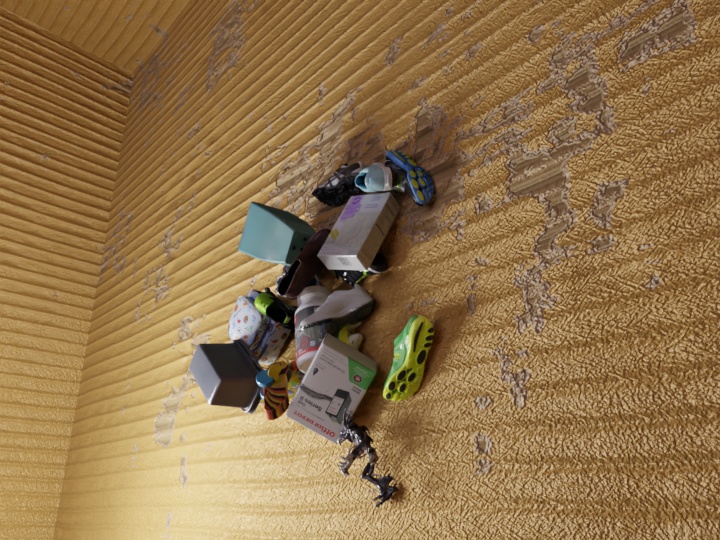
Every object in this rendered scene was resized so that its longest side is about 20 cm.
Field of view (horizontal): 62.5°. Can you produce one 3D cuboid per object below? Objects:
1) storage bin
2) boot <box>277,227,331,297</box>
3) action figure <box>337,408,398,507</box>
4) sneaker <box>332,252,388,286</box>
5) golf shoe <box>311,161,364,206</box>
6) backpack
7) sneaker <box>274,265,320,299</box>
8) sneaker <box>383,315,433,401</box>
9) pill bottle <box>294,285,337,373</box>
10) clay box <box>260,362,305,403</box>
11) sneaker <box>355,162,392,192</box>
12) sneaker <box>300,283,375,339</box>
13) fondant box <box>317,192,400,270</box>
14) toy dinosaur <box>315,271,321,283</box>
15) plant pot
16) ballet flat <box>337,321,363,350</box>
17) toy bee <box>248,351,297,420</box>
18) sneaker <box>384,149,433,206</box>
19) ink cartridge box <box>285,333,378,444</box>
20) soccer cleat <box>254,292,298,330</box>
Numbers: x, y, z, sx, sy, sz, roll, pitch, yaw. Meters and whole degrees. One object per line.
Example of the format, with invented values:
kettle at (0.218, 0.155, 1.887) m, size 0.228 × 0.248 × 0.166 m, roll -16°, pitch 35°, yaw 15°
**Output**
storage bin at (-0.361, 0.281, 1.563) m, size 0.200 × 0.132 × 0.148 m, roll 43°, pitch 112°, yaw 43°
boot at (-0.133, -0.020, 1.477) m, size 0.203 × 0.071 × 0.166 m, roll -59°, pitch -3°, yaw 0°
action figure at (-0.005, 0.406, 1.285) m, size 0.101 × 0.120 × 0.202 m, roll -32°, pitch 61°, yaw -6°
sneaker at (0.000, 0.000, 1.509) m, size 0.197 × 0.071 × 0.085 m, roll 12°, pitch 115°, yaw 48°
golf shoe at (-0.055, -0.244, 1.658) m, size 0.197 × 0.077 × 0.096 m, roll -11°, pitch 50°, yaw 45°
backpack at (-0.290, 0.171, 1.709) m, size 0.199 × 0.151 × 0.195 m, roll 37°, pitch 114°, yaw 46°
sneaker at (-0.196, 0.024, 1.668) m, size 0.199 × 0.112 × 0.077 m, roll 39°, pitch 111°, yaw 48°
sneaker at (0.105, 0.193, 1.302) m, size 0.084 × 0.072 × 0.204 m, roll -127°, pitch 58°, yaw -73°
pill bottle at (-0.113, 0.152, 1.521) m, size 0.115 × 0.114 × 0.204 m, roll -35°, pitch 47°, yaw 35°
clay box at (-0.210, 0.303, 1.580) m, size 0.198 × 0.113 × 0.049 m, roll -33°, pitch 53°, yaw 38°
sneaker at (0.021, -0.235, 1.492) m, size 0.200 × 0.079 × 0.076 m, roll -151°, pitch 59°, yaw -78°
sneaker at (-0.061, 0.099, 1.441) m, size 0.088 × 0.196 × 0.076 m, roll 52°, pitch 152°, yaw 34°
fondant box at (-0.004, -0.097, 1.474) m, size 0.142 × 0.058 × 0.203 m, roll 1°, pitch 52°, yaw 44°
toy dinosaur at (-0.124, -0.031, 1.658) m, size 0.103 × 0.075 × 0.203 m, roll -53°, pitch 46°, yaw 38°
plant pot at (-0.213, -0.085, 1.623) m, size 0.198 × 0.139 × 0.145 m, roll 24°, pitch 99°, yaw 45°
ballet flat at (-0.027, 0.152, 1.472) m, size 0.065 × 0.067 × 0.205 m, roll -14°, pitch 61°, yaw 15°
toy bee at (-0.201, 0.260, 1.440) m, size 0.132 × 0.106 × 0.203 m, roll 92°, pitch 158°, yaw -58°
sneaker at (0.115, -0.217, 1.451) m, size 0.201 × 0.069 × 0.084 m, roll 56°, pitch 139°, yaw 42°
ink cartridge box at (-0.067, 0.277, 1.388) m, size 0.203 × 0.143 × 0.084 m, roll -62°, pitch 1°, yaw 11°
soccer cleat at (-0.199, 0.122, 1.571) m, size 0.068 × 0.199 × 0.081 m, roll -54°, pitch 43°, yaw 3°
